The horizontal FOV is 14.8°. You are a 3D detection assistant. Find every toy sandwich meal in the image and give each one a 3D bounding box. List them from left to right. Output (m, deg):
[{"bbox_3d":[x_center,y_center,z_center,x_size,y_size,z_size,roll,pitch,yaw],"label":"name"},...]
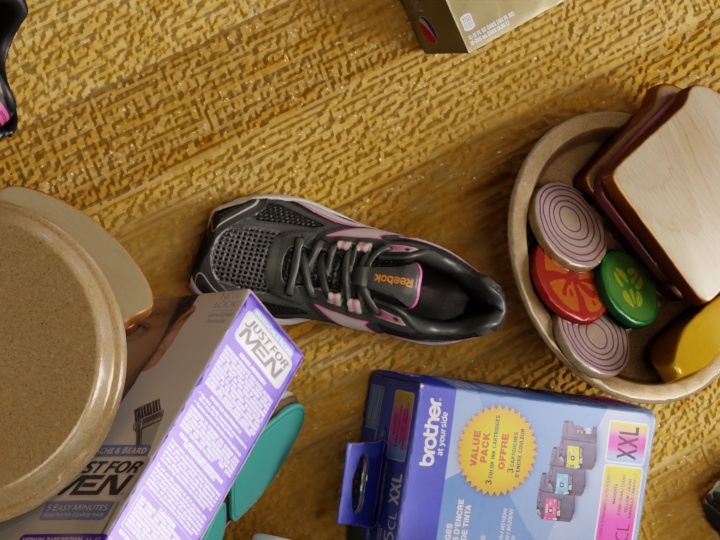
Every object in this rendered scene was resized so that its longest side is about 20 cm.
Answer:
[{"bbox_3d":[-0.216,0.048,1.537,0.204,0.070,0.206,0,76,1],"label":"toy sandwich meal"},{"bbox_3d":[0.183,-0.017,1.701,0.204,0.070,0.206,10,70,-30],"label":"toy sandwich meal"}]

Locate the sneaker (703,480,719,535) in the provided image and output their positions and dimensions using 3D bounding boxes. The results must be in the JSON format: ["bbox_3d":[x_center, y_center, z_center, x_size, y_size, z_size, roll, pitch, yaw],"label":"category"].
[{"bbox_3d":[0.316,0.189,1.807,0.086,0.078,0.200,-46,110,-18],"label":"sneaker"}]

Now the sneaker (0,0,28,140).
[{"bbox_3d":[-0.232,-0.082,1.498,0.077,0.083,0.201,47,48,-50],"label":"sneaker"}]

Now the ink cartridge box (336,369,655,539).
[{"bbox_3d":[0.071,0.138,1.693,0.199,0.076,0.137,8,90,-23],"label":"ink cartridge box"}]

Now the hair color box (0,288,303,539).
[{"bbox_3d":[-0.126,0.106,1.542,0.065,0.109,0.200,53,50,-30],"label":"hair color box"}]

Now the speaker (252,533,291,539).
[{"bbox_3d":[-0.056,0.256,1.596,0.081,0.081,0.201,24,76,-24],"label":"speaker"}]

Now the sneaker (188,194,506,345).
[{"bbox_3d":[0.000,0.000,1.643,0.199,0.086,0.081,7,89,-24],"label":"sneaker"}]

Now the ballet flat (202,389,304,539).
[{"bbox_3d":[-0.098,0.130,1.598,0.200,0.071,0.069,-60,161,-45],"label":"ballet flat"}]

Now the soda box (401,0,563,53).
[{"bbox_3d":[0.119,-0.206,1.696,0.199,0.064,0.068,-30,105,-20],"label":"soda box"}]
